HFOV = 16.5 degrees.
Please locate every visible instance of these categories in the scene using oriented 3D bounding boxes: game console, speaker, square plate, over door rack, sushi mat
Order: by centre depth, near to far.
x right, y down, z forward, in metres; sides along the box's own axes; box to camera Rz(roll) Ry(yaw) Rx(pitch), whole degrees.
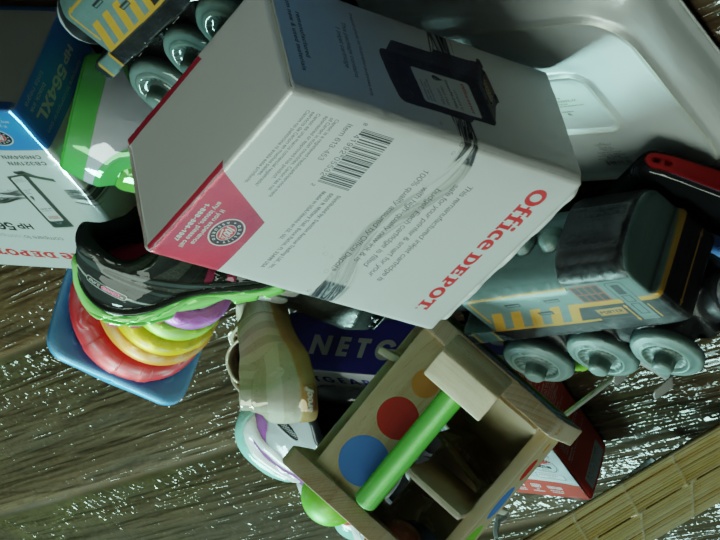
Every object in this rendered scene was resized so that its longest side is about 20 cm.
[{"bbox_3d":[0.121,-0.104,1.415,0.199,0.029,0.198,-2,147,38],"label":"square plate"},{"bbox_3d":[0.221,-0.008,1.498,0.176,0.031,0.200,16,161,-8],"label":"game console"},{"bbox_3d":[-0.081,-0.075,1.528,0.199,0.089,0.089,14,156,-6],"label":"speaker"},{"bbox_3d":[0.127,0.143,1.760,0.067,0.199,0.148,57,169,37],"label":"over door rack"},{"bbox_3d":[0.196,0.174,1.776,0.012,0.199,0.096,56,173,40],"label":"sushi mat"}]

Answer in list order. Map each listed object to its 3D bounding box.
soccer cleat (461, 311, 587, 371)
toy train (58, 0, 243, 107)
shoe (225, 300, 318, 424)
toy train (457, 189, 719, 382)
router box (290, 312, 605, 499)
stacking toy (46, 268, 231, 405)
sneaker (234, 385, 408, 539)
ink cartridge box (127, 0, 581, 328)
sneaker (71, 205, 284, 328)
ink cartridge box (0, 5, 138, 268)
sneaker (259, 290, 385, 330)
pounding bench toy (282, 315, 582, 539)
[{"bbox_3d":[0.086,0.012,1.633,0.081,0.068,0.200,0,151,44],"label":"soccer cleat"},{"bbox_3d":[-0.102,-0.162,1.389,0.114,0.085,0.200,38,153,-12],"label":"toy train"},{"bbox_3d":[-0.072,0.057,1.739,0.053,0.070,0.200,-12,-163,-7],"label":"shoe"},{"bbox_3d":[0.132,0.008,1.473,0.199,0.086,0.114,-7,143,47],"label":"toy train"},{"bbox_3d":[0.059,0.101,1.847,0.199,0.049,0.180,3,151,31],"label":"router box"},{"bbox_3d":[-0.129,0.012,1.720,0.116,0.110,0.200,25,158,-18],"label":"stacking toy"},{"bbox_3d":[0.016,0.146,1.816,0.199,0.078,0.140,31,153,-23],"label":"sneaker"},{"bbox_3d":[-0.003,-0.059,1.345,0.199,0.085,0.145,15,135,-34],"label":"ink cartridge box"},{"bbox_3d":[-0.091,-0.026,1.586,0.199,0.077,0.084,-20,132,-3],"label":"sneaker"},{"bbox_3d":[-0.221,-0.084,1.631,0.145,0.085,0.200,4,150,30],"label":"ink cartridge box"},{"bbox_3d":[0.000,0.000,1.665,0.090,0.067,0.200,24,165,-25],"label":"sneaker"},{"bbox_3d":[0.036,0.116,1.578,0.124,0.156,0.200,41,-178,12],"label":"pounding bench toy"}]
